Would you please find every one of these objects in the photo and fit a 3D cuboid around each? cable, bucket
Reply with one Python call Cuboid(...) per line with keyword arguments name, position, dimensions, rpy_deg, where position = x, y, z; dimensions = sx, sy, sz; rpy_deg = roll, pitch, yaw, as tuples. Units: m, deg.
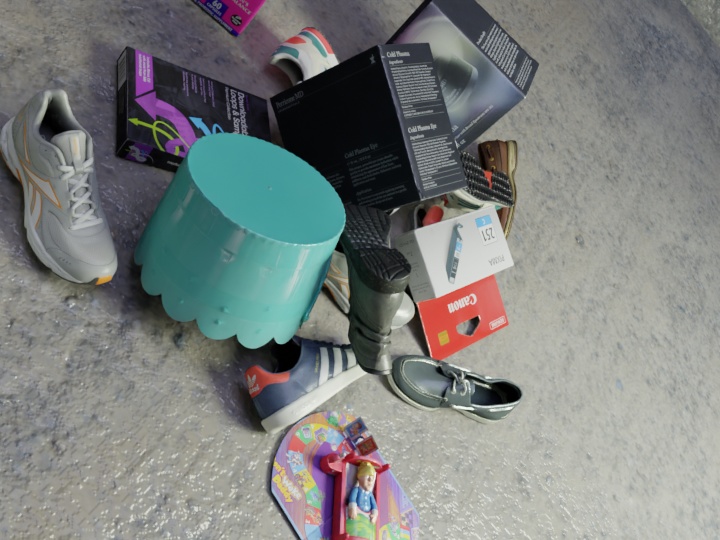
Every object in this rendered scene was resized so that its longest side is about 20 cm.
Cuboid(name="cable", position=(0.091, -0.034, 1.161), dimensions=(0.097, 0.050, 0.200), rpy_deg=(48, 39, -6))
Cuboid(name="bucket", position=(-0.120, -0.038, 0.868), dimensions=(0.205, 0.135, 0.208), rpy_deg=(23, 33, -16))

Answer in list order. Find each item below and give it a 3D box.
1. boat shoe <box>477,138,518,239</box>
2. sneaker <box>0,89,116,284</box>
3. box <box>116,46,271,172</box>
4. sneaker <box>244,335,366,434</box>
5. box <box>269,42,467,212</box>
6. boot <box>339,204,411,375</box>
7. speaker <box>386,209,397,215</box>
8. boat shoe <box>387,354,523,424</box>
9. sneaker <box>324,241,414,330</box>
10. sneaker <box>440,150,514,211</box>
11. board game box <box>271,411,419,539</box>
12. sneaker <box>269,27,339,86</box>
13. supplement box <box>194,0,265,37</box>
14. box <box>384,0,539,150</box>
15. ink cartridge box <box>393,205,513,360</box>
Cuboid(name="boat shoe", position=(0.216, -0.127, 1.342), dimensions=(0.067, 0.072, 0.202), rpy_deg=(7, 60, 1))
Cuboid(name="sneaker", position=(-0.288, -0.084, 0.806), dimensions=(0.075, 0.092, 0.201), rpy_deg=(-18, 75, -47))
Cuboid(name="box", position=(-0.198, -0.179, 1.011), dimensions=(0.199, 0.036, 0.144), rpy_deg=(15, 53, -37))
Cuboid(name="sneaker", position=(-0.047, 0.100, 0.922), dimensions=(0.199, 0.075, 0.085), rpy_deg=(-27, 83, -49))
Cuboid(name="box", position=(0.008, -0.161, 1.028), dimensions=(0.104, 0.199, 0.184), rpy_deg=(-21, 96, -47))
Cuboid(name="boot", position=(0.001, 0.017, 0.918), dimensions=(0.067, 0.132, 0.201), rpy_deg=(2, 29, -14))
Cuboid(name="speaker", position=(0.066, -0.146, 1.197), dimensions=(0.081, 0.081, 0.200), rpy_deg=(52, 41, 0))
Cuboid(name="boat shoe", position=(0.124, 0.144, 1.057), dimensions=(0.199, 0.062, 0.073), rpy_deg=(22, 52, -29))
Cuboid(name="sneaker", position=(0.000, 0.000, 1.023), dimensions=(0.199, 0.092, 0.076), rpy_deg=(34, 43, -21))
Cuboid(name="sneaker", position=(0.147, -0.118, 1.220), dimensions=(0.199, 0.093, 0.071), rpy_deg=(10, 66, -53))
Cuboid(name="board game box", position=(-0.003, 0.242, 0.886), dimensions=(0.157, 0.039, 0.201), rpy_deg=(-27, 81, -49))
Cuboid(name="sneaker", position=(-0.051, -0.243, 1.169), dimensions=(0.093, 0.070, 0.201), rpy_deg=(-36, 91, -31))
Cuboid(name="supplement box", position=(-0.141, -0.434, 1.118), dimensions=(0.101, 0.200, 0.104), rpy_deg=(37, 43, -15))
Cuboid(name="box", position=(0.129, -0.300, 1.275), dimensions=(0.198, 0.200, 0.124), rpy_deg=(41, 42, -10))
Cuboid(name="ink cartridge box", position=(0.145, 0.014, 1.145), dimensions=(0.199, 0.044, 0.178), rpy_deg=(-19, 91, -47))
